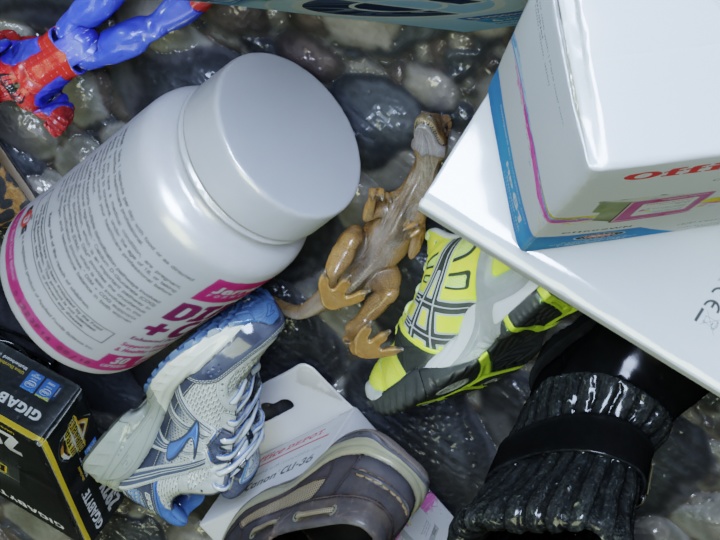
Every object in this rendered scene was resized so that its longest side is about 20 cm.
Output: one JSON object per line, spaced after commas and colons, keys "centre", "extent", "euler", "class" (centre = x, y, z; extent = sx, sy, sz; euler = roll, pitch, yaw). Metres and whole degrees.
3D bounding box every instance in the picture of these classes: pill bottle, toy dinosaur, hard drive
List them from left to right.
{"centre": [-0.099, -0.029, 0.920], "extent": [0.113, 0.113, 0.200], "euler": [47, 132, -12], "class": "pill bottle"}
{"centre": [0.000, 0.000, 0.917], "extent": [0.060, 0.106, 0.200], "euler": [32, 128, -14], "class": "toy dinosaur"}
{"centre": [0.145, -0.032, 0.789], "extent": [0.200, 0.132, 0.027], "euler": [32, 176, 2], "class": "hard drive"}

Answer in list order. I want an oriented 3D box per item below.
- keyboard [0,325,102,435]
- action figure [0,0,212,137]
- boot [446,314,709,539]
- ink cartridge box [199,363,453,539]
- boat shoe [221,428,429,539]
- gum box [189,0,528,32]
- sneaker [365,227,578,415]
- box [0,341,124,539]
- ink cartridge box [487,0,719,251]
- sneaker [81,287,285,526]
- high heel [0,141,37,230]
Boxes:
{"centre": [-0.234, 0.064, 1.130], "extent": [0.200, 0.040, 0.104], "euler": [36, 157, -3], "class": "keyboard"}
{"centre": [-0.151, -0.113, 0.880], "extent": [0.200, 0.099, 0.065], "euler": [-26, 108, 33], "class": "action figure"}
{"centre": [0.136, 0.068, 0.838], "extent": [0.079, 0.158, 0.211], "euler": [38, 133, -3], "class": "boot"}
{"centre": [-0.016, 0.163, 1.055], "extent": [0.116, 0.068, 0.200], "euler": [-31, 106, 40], "class": "ink cartridge box"}
{"centre": [-0.039, 0.164, 0.972], "extent": [0.074, 0.073, 0.200], "euler": [37, 132, -3], "class": "boat shoe"}
{"centre": [0.039, -0.132, 0.684], "extent": [0.170, 0.200, 0.045], "euler": [0, 91, 45], "class": "gum box"}
{"centre": [0.062, 0.014, 0.911], "extent": [0.200, 0.075, 0.077], "euler": [-44, 67, 45], "class": "sneaker"}
{"centre": [-0.255, 0.084, 1.089], "extent": [0.200, 0.049, 0.160], "euler": [27, 152, 17], "class": "box"}
{"centre": [0.137, -0.069, 0.676], "extent": [0.144, 0.200, 0.085], "euler": [-8, 82, -3], "class": "ink cartridge box"}
{"centre": [-0.085, 0.085, 1.002], "extent": [0.085, 0.077, 0.200], "euler": [43, 134, 2], "class": "sneaker"}
{"centre": [-0.219, -0.114, 0.974], "extent": [0.142, 0.071, 0.200], "euler": [22, 123, -20], "class": "high heel"}
